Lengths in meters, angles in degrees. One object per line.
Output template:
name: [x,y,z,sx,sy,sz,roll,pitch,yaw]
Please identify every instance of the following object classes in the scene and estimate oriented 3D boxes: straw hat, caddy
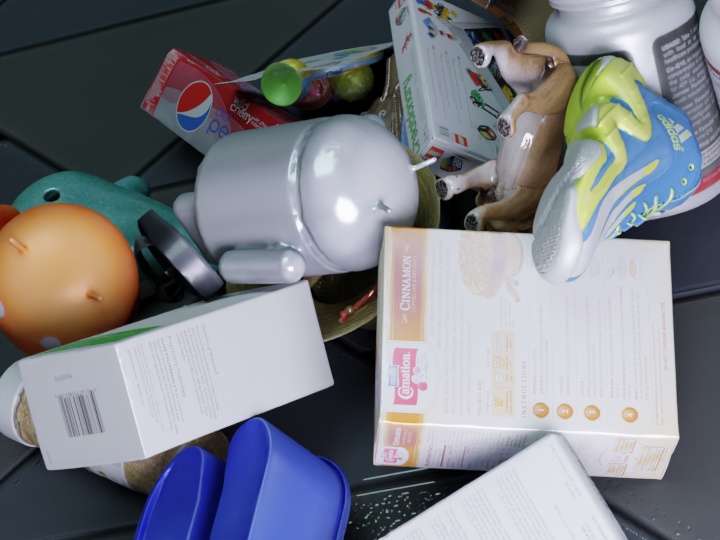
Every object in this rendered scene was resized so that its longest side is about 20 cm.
straw hat: [0.000,0.000,1.611,0.201,0.085,0.201,-23,45,26]
caddy: [-0.080,0.201,1.445,0.141,0.105,0.200,-26,36,36]

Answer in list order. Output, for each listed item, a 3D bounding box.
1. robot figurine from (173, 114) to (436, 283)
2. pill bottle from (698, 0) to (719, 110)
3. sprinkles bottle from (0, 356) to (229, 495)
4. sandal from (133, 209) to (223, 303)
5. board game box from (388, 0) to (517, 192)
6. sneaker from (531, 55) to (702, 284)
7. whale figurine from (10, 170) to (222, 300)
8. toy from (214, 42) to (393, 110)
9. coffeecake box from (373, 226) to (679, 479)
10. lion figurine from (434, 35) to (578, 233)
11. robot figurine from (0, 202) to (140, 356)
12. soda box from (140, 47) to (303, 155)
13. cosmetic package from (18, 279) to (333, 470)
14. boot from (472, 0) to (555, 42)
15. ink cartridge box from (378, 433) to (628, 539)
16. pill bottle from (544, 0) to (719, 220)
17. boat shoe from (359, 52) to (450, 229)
robot figurine: [-0.040,-0.052,1.534,0.200,0.113,0.170,-6,43,39]
pill bottle: [0.310,-0.152,1.535,0.112,0.200,0.112,-13,44,13]
sprinkles bottle: [-0.191,0.122,1.598,0.200,0.068,0.068,17,57,37]
sandal: [-0.146,-0.006,1.587,0.043,0.076,0.200,-43,5,-4]
board game box: [0.092,-0.137,1.689,0.035,0.126,0.200,-52,28,34]
sneaker: [0.185,-0.059,1.443,0.105,0.076,0.200,25,54,-9]
whale figurine: [-0.202,-0.029,1.730,0.200,0.104,0.159,-4,46,17]
toy: [-0.031,-0.161,1.784,0.115,0.047,0.200,-7,6,22]
coffeecake box: [0.111,0.056,1.445,0.200,0.073,0.154,3,60,-2]
lion figurine: [0.122,-0.097,1.533,0.122,0.200,0.072,-18,52,-40]
robot figurine: [-0.225,0.011,1.582,0.117,0.200,0.144,-12,84,-7]
soda box: [-0.099,-0.119,1.782,0.200,0.070,0.063,37,105,44]
cosmetic package: [-0.126,0.073,1.481,0.108,0.085,0.200,-11,6,39]
boot: [0.162,-0.206,1.752,0.077,0.200,0.155,-55,-5,19]
ink cartridge box: [0.084,0.222,1.350,0.200,0.050,0.161,-33,66,9]
pill bottle: [0.201,-0.148,1.567,0.114,0.200,0.114,-14,23,6]
boat shoe: [0.027,-0.108,1.722,0.072,0.072,0.200,-15,43,13]
